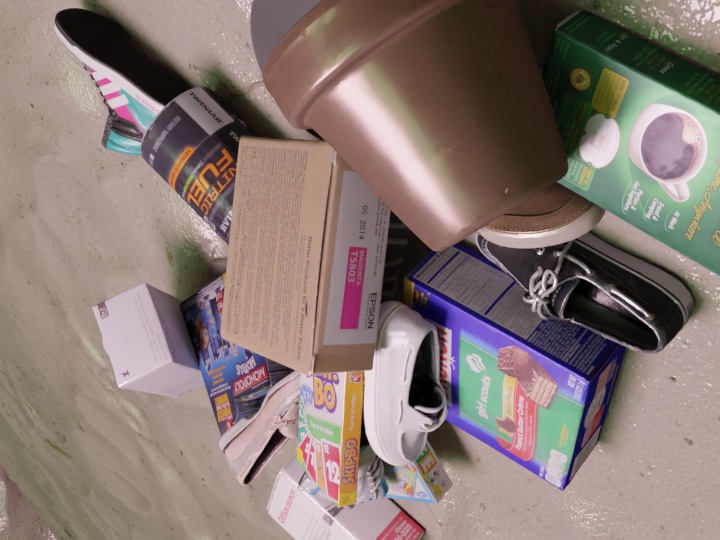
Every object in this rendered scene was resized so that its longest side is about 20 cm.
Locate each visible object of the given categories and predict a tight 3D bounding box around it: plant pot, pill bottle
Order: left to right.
[{"bbox_3d":[-0.130,-0.092,0.979,0.200,0.106,0.106,44,144,7],"label":"pill bottle"},{"bbox_3d":[0.057,-0.115,0.658,0.175,0.200,0.200,58,144,0],"label":"plant pot"}]

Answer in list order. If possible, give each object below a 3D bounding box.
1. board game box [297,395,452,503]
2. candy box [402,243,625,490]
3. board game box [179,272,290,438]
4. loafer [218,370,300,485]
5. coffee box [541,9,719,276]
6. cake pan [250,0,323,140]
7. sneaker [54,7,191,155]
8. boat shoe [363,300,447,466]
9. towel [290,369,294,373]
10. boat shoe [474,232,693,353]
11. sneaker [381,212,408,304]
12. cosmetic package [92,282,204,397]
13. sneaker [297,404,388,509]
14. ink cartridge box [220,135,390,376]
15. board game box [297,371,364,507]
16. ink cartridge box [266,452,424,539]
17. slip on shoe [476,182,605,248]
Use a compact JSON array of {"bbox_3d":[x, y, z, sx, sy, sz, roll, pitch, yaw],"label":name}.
[{"bbox_3d":[0.001,0.206,1.088,0.199,0.034,0.135,-9,117,50],"label":"board game box"},{"bbox_3d":[0.135,0.088,0.876,0.199,0.077,0.170,30,142,28],"label":"candy box"},{"bbox_3d":[-0.142,0.108,1.138,0.200,0.061,0.201,-27,73,53],"label":"board game box"},{"bbox_3d":[-0.087,0.178,1.061,0.200,0.072,0.063,-43,58,31],"label":"loafer"},{"bbox_3d":[0.216,-0.087,0.660,0.200,0.044,0.123,34,141,23],"label":"coffee box"},{"bbox_3d":[-0.025,-0.197,0.830,0.200,0.037,0.201,28,139,28],"label":"cake pan"},{"bbox_3d":[-0.281,-0.204,1.068,0.200,0.084,0.121,40,134,12],"label":"sneaker"},{"bbox_3d":[0.050,0.119,0.882,0.068,0.072,0.201,24,130,35],"label":"boat shoe"},{"bbox_3d":[-0.029,0.159,1.143,0.172,0.048,0.200,54,145,-3],"label":"towel"},{"bbox_3d":[0.173,0.011,0.774,0.199,0.068,0.074,31,140,25],"label":"boat shoe"},{"bbox_3d":[0.000,0.000,0.953,0.116,0.075,0.201,-128,39,-72],"label":"sneaker"},{"bbox_3d":[-0.261,0.096,1.205,0.200,0.081,0.113,56,-169,-77],"label":"cosmetic package"},{"bbox_3d":[0.002,0.215,1.019,0.086,0.075,0.200,33,147,-2],"label":"sneaker"},{"bbox_3d":[-0.052,-0.019,0.847,0.164,0.075,0.201,15,99,51],"label":"ink cartridge box"},{"bbox_3d":[-0.030,0.125,0.920,0.095,0.030,0.201,32,121,55],"label":"board game box"},{"bbox_3d":[-0.026,0.348,1.277,0.200,0.085,0.146,38,143,14],"label":"ink cartridge box"},{"bbox_3d":[0.107,-0.074,0.767,0.199,0.076,0.061,21,148,45],"label":"slip on shoe"}]
